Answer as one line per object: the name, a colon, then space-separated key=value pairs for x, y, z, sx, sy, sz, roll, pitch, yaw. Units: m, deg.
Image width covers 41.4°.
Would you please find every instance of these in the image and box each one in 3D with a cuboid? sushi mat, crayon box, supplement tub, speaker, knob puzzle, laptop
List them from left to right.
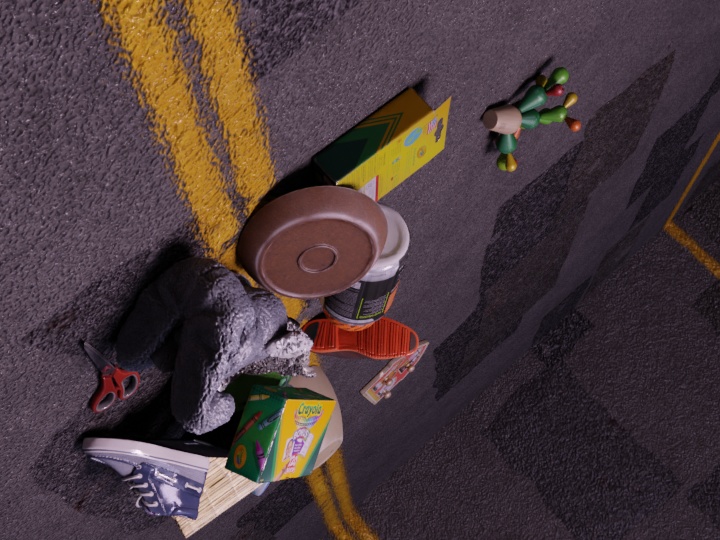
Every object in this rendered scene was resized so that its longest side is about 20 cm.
laptop: x=-0.230 y=0.221 z=1.409 sx=0.175 sy=0.104 sz=0.200 roll=-6 pitch=-150 yaw=35
sushi mat: x=-0.205 y=0.312 z=1.447 sx=0.199 sy=0.097 sz=0.012 roll=-33 pitch=-161 yaw=-19
speaker: x=-0.187 y=0.163 z=1.425 sx=0.199 sy=0.089 sz=0.089 roll=-14 pitch=146 yaw=-56
crayon box: x=-0.110 y=0.231 z=1.359 sx=0.121 sy=0.058 sz=0.200 roll=-71 pitch=160 yaw=-1
supplement tub: x=0.000 y=0.000 z=1.408 sx=0.122 sy=0.123 sz=0.201 roll=-33 pitch=159 yaw=-27
crayon box: x=0.029 y=-0.153 z=1.253 sx=0.199 sy=0.051 sz=0.127 roll=-37 pitch=160 yaw=-17
knob puzzle: x=0.094 y=0.244 z=2.270 sx=0.219 sy=0.030 sz=0.220 roll=-39 pitch=160 yaw=-17

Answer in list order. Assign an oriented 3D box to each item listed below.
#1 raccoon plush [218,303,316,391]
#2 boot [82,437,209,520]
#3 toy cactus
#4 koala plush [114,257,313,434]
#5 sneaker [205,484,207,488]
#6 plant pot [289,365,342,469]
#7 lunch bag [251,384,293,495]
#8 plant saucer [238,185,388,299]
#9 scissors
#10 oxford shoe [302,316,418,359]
raccoon plush: x=-0.150 y=0.140 z=1.361 sx=0.199 sy=0.096 sz=0.135 roll=-38 pitch=132 yaw=-26
boot: x=-0.301 y=0.292 z=1.333 sx=0.198 sy=0.092 sz=0.072 roll=21 pitch=158 yaw=-36
toy cactus: x=0.260 y=-0.233 z=1.527 sx=0.164 sy=0.103 sz=0.200 roll=-9 pitch=151 yaw=-43
koala plush: x=-0.158 y=0.069 z=1.164 sx=0.199 sy=0.177 sz=0.185 roll=-4 pitch=128 yaw=-56
sneaker: x=-0.296 y=0.336 z=1.514 sx=0.074 sy=0.080 sz=0.199 roll=-30 pitch=-175 yaw=-39
plant pot: x=-0.110 y=0.299 z=1.800 sx=0.199 sy=0.135 sz=0.201 roll=-38 pitch=160 yaw=-16
lunch bag: x=-0.162 y=0.273 z=1.584 sx=0.162 sy=0.082 sz=0.200 roll=-61 pitch=-172 yaw=8
plant saucer: x=-0.057 y=-0.025 z=1.222 sx=0.197 sy=0.035 sz=0.202 roll=-10 pitch=141 yaw=-8
scissors: x=-0.311 y=0.121 z=1.193 sx=0.073 sy=0.014 sz=0.201 roll=-31 pitch=157 yaw=-27
oxford shoe: x=0.001 y=0.117 z=1.617 sx=0.073 sy=0.196 sz=0.072 roll=73 pitch=23 yaw=-71
